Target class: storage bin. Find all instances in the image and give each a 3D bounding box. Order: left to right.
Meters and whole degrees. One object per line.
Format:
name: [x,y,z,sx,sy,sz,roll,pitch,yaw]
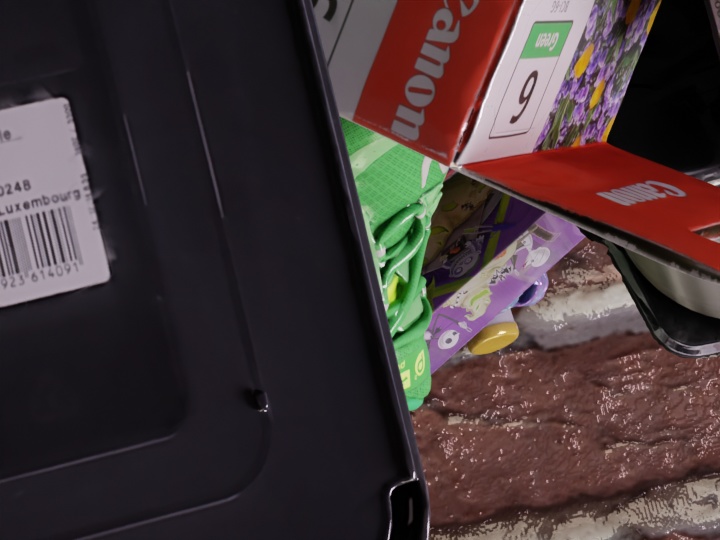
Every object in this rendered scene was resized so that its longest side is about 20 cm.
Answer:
storage bin: [-0.080,-0.014,0.564,0.135,0.200,0.094,-14,180,-19]

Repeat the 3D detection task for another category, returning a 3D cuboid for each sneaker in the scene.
sneaker: [0.000,0.000,0.865,0.074,0.084,0.200,-21,154,-28]

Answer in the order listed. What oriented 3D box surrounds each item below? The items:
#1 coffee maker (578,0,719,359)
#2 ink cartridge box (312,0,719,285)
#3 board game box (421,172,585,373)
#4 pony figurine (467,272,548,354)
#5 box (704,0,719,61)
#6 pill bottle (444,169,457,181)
coffee maker: [0.086,-0.081,0.886,0.135,0.192,0.200,-51,160,-5]
ink cartridge box: [0.020,-0.061,0.664,0.200,0.050,0.109,25,-166,18]
board game box: [0.059,-0.057,1.061,0.200,0.032,0.120,-41,-141,7]
pony figurine: [0.012,-0.060,1.215,0.166,0.200,0.193,-5,160,-35]
box: [0.179,-0.118,0.673,0.200,0.123,0.106,-13,180,-30]
pill bottle: [-0.026,-0.073,0.962,0.111,0.112,0.200,-14,180,19]
